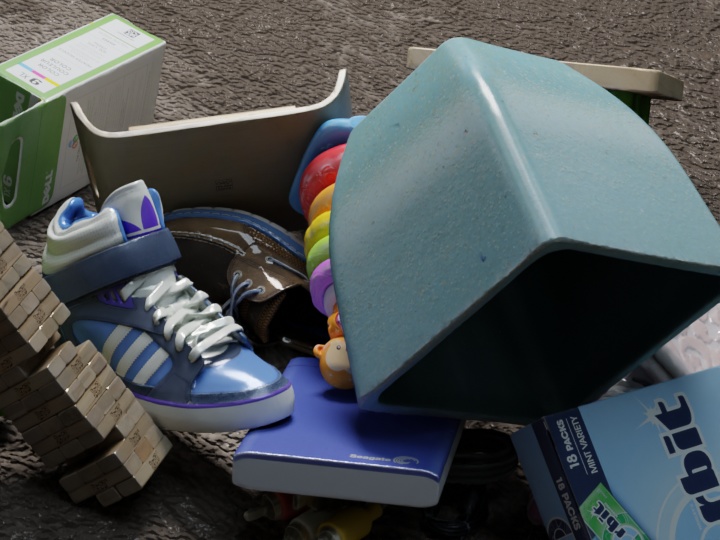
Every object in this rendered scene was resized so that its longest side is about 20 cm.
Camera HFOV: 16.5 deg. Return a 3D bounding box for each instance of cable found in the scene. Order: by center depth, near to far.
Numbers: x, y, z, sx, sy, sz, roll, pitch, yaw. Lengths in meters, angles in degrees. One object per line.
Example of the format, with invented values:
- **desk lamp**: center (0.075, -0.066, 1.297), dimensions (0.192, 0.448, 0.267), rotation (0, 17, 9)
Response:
- **cable**: center (0.012, 0.142, 1.654), dimensions (0.200, 0.050, 0.097), rotation (-11, 27, -39)

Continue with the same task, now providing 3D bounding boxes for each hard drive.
- **hard drive**: center (-0.001, 0.104, 1.647), dimensions (0.131, 0.025, 0.200), rotation (5, 16, 8)

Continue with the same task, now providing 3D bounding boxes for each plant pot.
- **plant pot**: center (0.096, -0.036, 1.630), dimensions (0.195, 0.196, 0.200), rotation (9, 51, -42)

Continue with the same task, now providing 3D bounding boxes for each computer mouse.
- **computer mouse**: center (0.070, 0.188, 1.611), dimensions (0.058, 0.034, 0.200), rotation (9, 33, -7)

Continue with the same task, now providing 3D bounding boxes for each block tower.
- **block tower**: center (-0.206, 0.058, 1.583), dimensions (0.200, 0.054, 0.058), rotation (54, 32, -13)

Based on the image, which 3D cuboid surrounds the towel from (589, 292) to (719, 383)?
- **towel**: center (0.253, 0.042, 1.785), dimensions (0.191, 0.032, 0.200), rotation (46, 29, -7)

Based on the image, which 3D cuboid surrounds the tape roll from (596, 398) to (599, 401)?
- **tape roll**: center (0.159, 0.015, 1.875), dimensions (0.199, 0.066, 0.200), rotation (11, 34, -7)

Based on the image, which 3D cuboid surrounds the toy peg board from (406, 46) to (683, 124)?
- **toy peg board**: center (0.149, -0.119, 2.011), dimensions (0.198, 0.098, 0.200), rotation (6, 3, 13)

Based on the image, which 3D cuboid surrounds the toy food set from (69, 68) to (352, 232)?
- **toy food set**: center (-0.102, -0.087, 1.806), dimensions (0.199, 0.144, 0.061), rotation (-8, 56, -2)

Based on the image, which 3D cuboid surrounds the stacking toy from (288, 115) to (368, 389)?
- **stacking toy**: center (0.000, 0.000, 1.720), dimensions (0.116, 0.110, 0.200), rotation (19, 49, -8)

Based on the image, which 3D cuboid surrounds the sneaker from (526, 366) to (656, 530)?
- **sneaker**: center (0.189, 0.128, 1.716), dimensions (0.088, 0.081, 0.200), rotation (41, 41, 8)

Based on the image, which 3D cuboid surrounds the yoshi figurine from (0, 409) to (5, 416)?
- **yoshi figurine**: center (-0.286, 0.057, 1.639), dimensions (0.112, 0.112, 0.200), rotation (-19, 40, 27)

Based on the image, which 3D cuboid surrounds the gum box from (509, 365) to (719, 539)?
- **gum box**: center (0.213, 0.158, 1.624), dimensions (0.200, 0.045, 0.170), rotation (-13, 78, -36)

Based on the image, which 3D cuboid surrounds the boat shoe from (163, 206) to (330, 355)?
- **boat shoe**: center (-0.066, 0.013, 1.782), dimensions (0.199, 0.072, 0.072), rotation (17, 34, 4)

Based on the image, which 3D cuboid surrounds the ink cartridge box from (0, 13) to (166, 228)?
- **ink cartridge box**: center (-0.234, -0.111, 1.872), dimensions (0.059, 0.104, 0.200), rotation (29, 36, 21)

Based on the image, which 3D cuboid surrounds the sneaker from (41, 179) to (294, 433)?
- **sneaker**: center (-0.132, 0.018, 1.638), dimensions (0.200, 0.147, 0.080), rotation (13, 23, 36)
